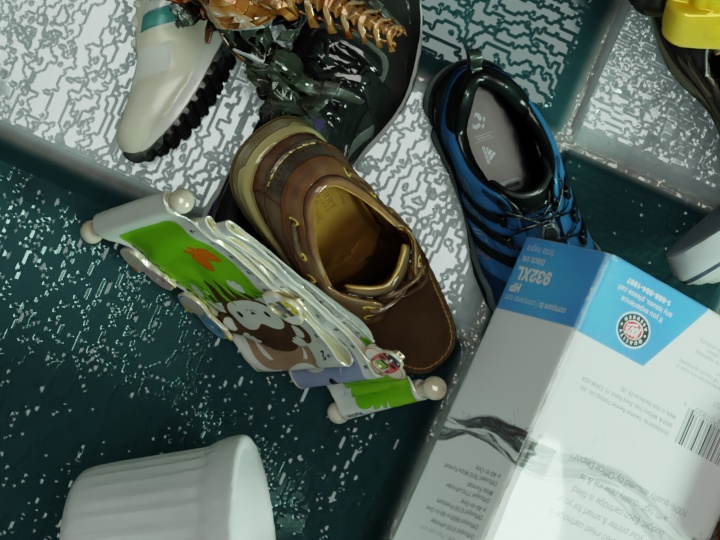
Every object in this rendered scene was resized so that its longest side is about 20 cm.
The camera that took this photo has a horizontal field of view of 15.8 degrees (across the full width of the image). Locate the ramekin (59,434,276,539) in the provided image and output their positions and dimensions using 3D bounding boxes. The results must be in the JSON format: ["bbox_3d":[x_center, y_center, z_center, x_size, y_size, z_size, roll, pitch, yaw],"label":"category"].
[{"bbox_3d":[-0.101,0.192,1.414,0.098,0.200,0.201,-4,91,5],"label":"ramekin"}]

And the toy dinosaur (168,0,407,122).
[{"bbox_3d":[-0.055,-0.143,1.366,0.102,0.136,0.200,-45,48,9],"label":"toy dinosaur"}]

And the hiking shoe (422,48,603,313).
[{"bbox_3d":[0.091,-0.026,1.470,0.074,0.087,0.200,-28,92,-2],"label":"hiking shoe"}]

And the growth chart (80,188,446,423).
[{"bbox_3d":[-0.057,0.021,1.442,0.200,0.145,0.018,37,65,-11],"label":"growth chart"}]

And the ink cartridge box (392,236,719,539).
[{"bbox_3d":[0.123,0.103,1.420,0.145,0.084,0.200,28,83,-32],"label":"ink cartridge box"}]

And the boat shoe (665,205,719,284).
[{"bbox_3d":[0.276,-0.026,1.492,0.202,0.075,0.086,-30,96,-12],"label":"boat shoe"}]

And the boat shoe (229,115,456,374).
[{"bbox_3d":[0.000,-0.001,1.428,0.072,0.068,0.200,-45,133,-8],"label":"boat shoe"}]

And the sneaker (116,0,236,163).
[{"bbox_3d":[-0.105,-0.161,1.472,0.093,0.070,0.200,27,87,4],"label":"sneaker"}]

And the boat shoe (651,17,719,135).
[{"bbox_3d":[0.218,-0.119,1.447,0.074,0.073,0.200,-20,60,-7],"label":"boat shoe"}]

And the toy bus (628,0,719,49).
[{"bbox_3d":[0.201,-0.248,1.390,0.135,0.192,0.200,-10,52,-10],"label":"toy bus"}]

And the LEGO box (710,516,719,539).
[{"bbox_3d":[0.294,0.164,1.452,0.200,0.149,0.077,24,89,-4],"label":"LEGO box"}]

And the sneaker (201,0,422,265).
[{"bbox_3d":[-0.021,-0.083,1.462,0.076,0.088,0.200,28,89,-3],"label":"sneaker"}]
